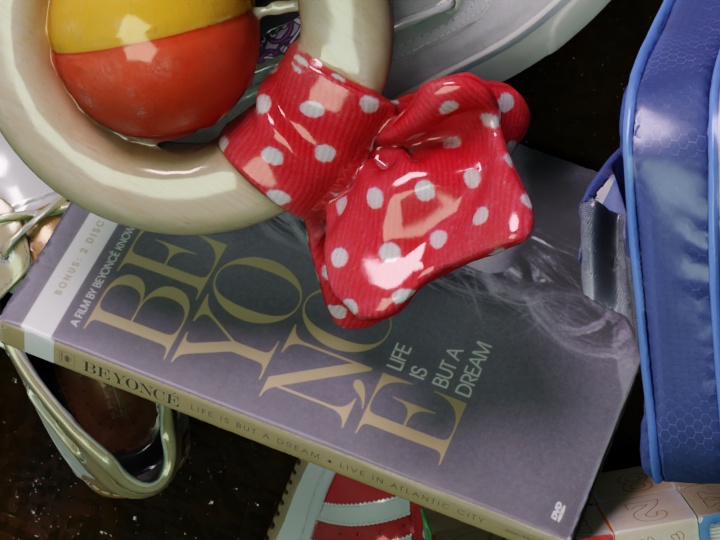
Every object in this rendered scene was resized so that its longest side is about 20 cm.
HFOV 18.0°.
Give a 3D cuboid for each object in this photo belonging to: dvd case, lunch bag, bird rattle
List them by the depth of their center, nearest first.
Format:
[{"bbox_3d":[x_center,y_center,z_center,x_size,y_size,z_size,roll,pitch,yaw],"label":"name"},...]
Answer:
[{"bbox_3d":[-0.035,-0.073,0.682,0.162,0.113,0.201,-8,117,11],"label":"bird rattle"},{"bbox_3d":[0.138,-0.016,0.683,0.131,0.200,0.137,0,111,18],"label":"lunch bag"},{"bbox_3d":[0.000,0.000,0.764,0.199,0.149,0.016,20,143,10],"label":"dvd case"}]

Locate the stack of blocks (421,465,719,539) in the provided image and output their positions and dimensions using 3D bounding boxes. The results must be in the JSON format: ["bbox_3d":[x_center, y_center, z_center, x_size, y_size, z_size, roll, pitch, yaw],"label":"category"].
[{"bbox_3d":[0.128,0.125,0.768,0.198,0.059,0.116,-10,104,-3],"label":"stack of blocks"}]

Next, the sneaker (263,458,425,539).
[{"bbox_3d":[0.025,0.104,0.820,0.112,0.071,0.201,29,119,10],"label":"sneaker"}]

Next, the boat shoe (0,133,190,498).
[{"bbox_3d":[-0.108,-0.012,0.813,0.074,0.068,0.201,-27,105,-11],"label":"boat shoe"}]

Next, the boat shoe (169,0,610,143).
[{"bbox_3d":[0.007,-0.095,0.740,0.199,0.069,0.072,-27,54,7],"label":"boat shoe"}]
